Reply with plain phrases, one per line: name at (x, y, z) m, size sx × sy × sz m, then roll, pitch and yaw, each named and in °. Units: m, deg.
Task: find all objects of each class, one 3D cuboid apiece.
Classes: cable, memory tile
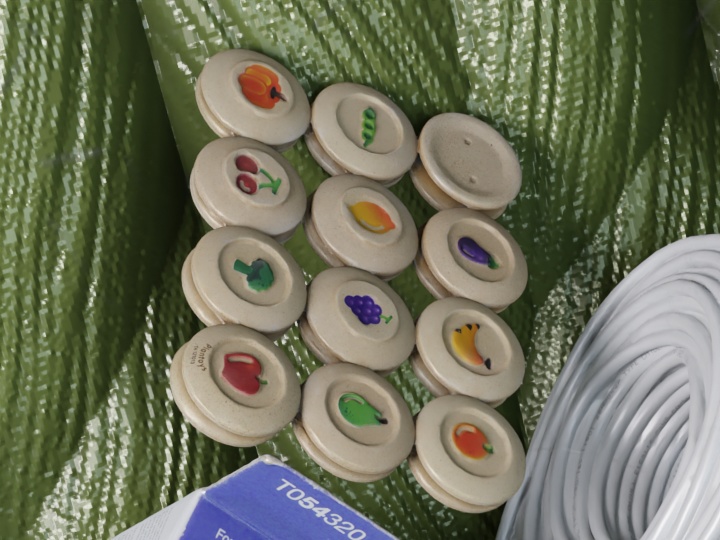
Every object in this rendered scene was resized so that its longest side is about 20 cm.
cable at (0.134, 0.085, 1.149) m, size 0.069 × 0.200 × 0.201 m, roll 24°, pitch 70°, yaw -20°
memory tile at (0.000, 0.000, 1.112) m, size 0.153 × 0.201 × 0.017 m, roll 19°, pitch 137°, yaw -20°

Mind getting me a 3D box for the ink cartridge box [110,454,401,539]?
ink cartridge box at (-0.026, 0.170, 1.129) m, size 0.196 × 0.200 × 0.043 m, roll 35°, pitch 51°, yaw -20°
